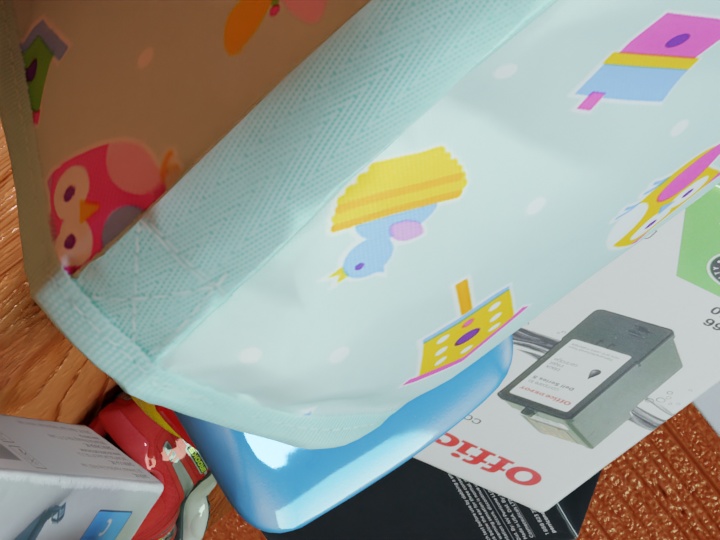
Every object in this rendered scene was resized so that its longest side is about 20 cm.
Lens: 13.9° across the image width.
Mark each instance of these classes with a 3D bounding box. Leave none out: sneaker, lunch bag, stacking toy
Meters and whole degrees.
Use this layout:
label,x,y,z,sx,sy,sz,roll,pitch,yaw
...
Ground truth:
label,x,y,z,sx,sy,sz,roll,pitch,yaw
sneaker,-0.117,0.103,1.368,0.085,0.077,0.200,-30,161,-34
lunch bag,0.031,-0.066,0.502,0.170,0.122,0.200,-40,-179,21
stacking toy,-0.044,0.016,0.934,0.110,0.116,0.200,-34,-175,-21

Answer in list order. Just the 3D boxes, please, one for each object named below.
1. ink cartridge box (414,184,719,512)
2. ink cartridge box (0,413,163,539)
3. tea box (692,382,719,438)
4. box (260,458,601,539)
label,x,y,z,sx,sy,sz,roll,pitch,yaw
ink cartridge box,0.062,-0.013,1.027,0.200,0.145,0.084,-44,-151,46
ink cartridge box,-0.156,0.128,0.967,0.177,0.045,0.200,-55,166,3
tea box,0.175,-0.065,1.149,0.197,0.200,0.134,-40,175,19
box,0.044,0.040,1.291,0.141,0.079,0.200,-13,-150,30
